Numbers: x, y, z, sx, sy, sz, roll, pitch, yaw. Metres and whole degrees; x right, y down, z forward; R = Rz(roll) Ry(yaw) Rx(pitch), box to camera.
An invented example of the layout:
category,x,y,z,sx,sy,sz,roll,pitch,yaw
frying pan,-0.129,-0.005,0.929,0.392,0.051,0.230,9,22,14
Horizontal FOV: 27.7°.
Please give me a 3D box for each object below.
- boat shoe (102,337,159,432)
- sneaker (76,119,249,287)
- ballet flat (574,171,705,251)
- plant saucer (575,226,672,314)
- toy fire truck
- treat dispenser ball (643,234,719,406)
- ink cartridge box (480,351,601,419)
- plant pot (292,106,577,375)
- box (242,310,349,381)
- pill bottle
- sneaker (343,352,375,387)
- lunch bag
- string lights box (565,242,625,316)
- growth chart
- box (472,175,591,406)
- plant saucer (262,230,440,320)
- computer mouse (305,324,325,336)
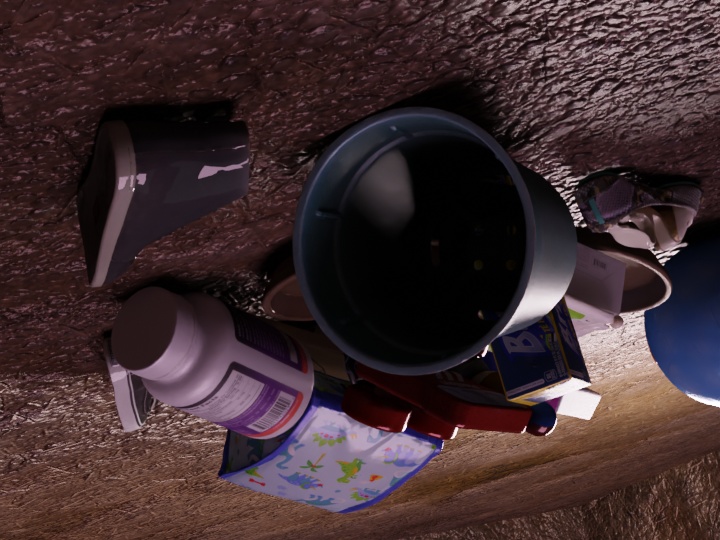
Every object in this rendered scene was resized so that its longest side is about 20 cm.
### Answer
category,x,y,z,sx,sy,sz,roll,pitch,yaw
boat shoe,-0.228,0.119,1.534,0.063,0.071,0.200,-11,161,-9
sneaker,-0.146,-0.045,1.073,0.106,0.075,0.200,-6,160,-22
ballet flat,0.284,-0.052,1.442,0.200,0.072,0.072,3,156,-46
plant saucer,0.223,-0.001,1.512,0.199,0.030,0.200,9,159,3
toy fire truck,0.092,0.114,1.363,0.168,0.113,0.199,26,-172,40
treat dispenser ball,0.430,0.058,1.695,0.200,0.202,0.201,-14,163,-4
ink cartridge box,0.166,0.115,1.719,0.196,0.044,0.200,25,-177,27
plant pot,0.078,-0.022,1.179,0.199,0.201,0.196,-23,170,24
box,-0.091,0.106,1.594,0.199,0.021,0.163,19,146,-29
pill bottle,-0.144,0.086,1.408,0.111,0.112,0.200,-24,148,26
sneaker,0.026,0.109,1.500,0.070,0.078,0.200,-10,152,16
lunch bag,-0.032,0.177,1.567,0.169,0.128,0.200,19,156,-28
string lights box,0.161,0.022,1.474,0.102,0.059,0.200,22,157,-27
growth chart,0.164,0.052,1.444,0.144,0.018,0.200,17,158,-16
box,0.140,0.016,1.302,0.064,0.201,0.070,-22,162,20
plant saucer,0.000,0.000,1.403,0.199,0.030,0.200,-14,164,-4
computer mouse,-0.036,0.088,1.647,0.199,0.044,0.110,-21,161,18
